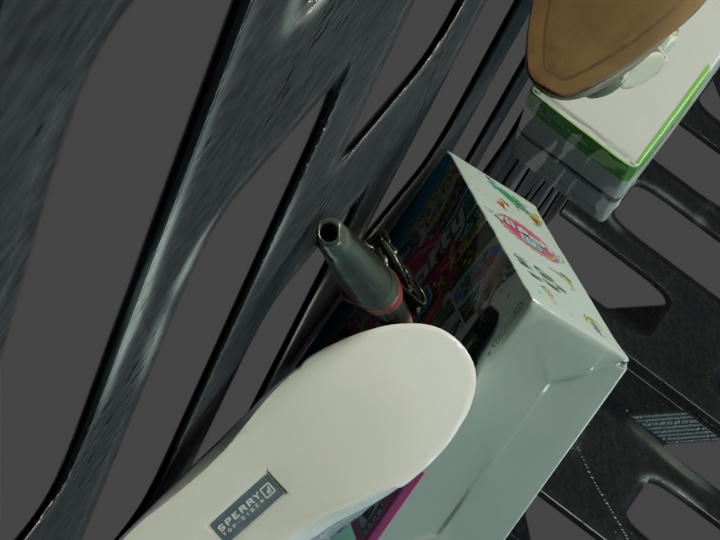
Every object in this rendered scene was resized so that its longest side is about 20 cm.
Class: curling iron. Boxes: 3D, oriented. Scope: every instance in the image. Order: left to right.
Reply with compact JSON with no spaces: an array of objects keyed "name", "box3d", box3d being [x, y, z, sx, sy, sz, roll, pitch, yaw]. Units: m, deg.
[{"name":"curling iron","box3d":[0.000,0.000,1.077,0.025,0.050,0.200,-31,170,6]}]

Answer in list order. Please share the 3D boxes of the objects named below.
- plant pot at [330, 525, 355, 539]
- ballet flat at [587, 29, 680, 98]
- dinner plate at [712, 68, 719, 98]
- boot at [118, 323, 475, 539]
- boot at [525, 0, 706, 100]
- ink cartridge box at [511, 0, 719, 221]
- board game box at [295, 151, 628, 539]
[{"name":"plant pot","box3d":[-0.015,0.217,1.878,0.201,0.134,0.200,-53,176,-6]},{"name":"ballet flat","box3d":[0.141,-0.131,1.342,0.068,0.064,0.200,-55,175,23]},{"name":"dinner plate","box3d":[0.250,-0.165,1.661,0.024,0.201,0.200,-13,172,-2]},{"name":"boot","box3d":[-0.038,0.094,1.121,0.199,0.073,0.090,-35,179,-7]},{"name":"boot","box3d":[0.134,-0.150,1.126,0.200,0.070,0.146,-53,177,-6]},{"name":"ink cartridge box","box3d":[0.172,-0.125,1.560,0.146,0.084,0.200,-53,176,-7]},{"name":"board game box","box3d":[0.044,0.047,1.214,0.148,0.064,0.200,-55,-160,13]}]
